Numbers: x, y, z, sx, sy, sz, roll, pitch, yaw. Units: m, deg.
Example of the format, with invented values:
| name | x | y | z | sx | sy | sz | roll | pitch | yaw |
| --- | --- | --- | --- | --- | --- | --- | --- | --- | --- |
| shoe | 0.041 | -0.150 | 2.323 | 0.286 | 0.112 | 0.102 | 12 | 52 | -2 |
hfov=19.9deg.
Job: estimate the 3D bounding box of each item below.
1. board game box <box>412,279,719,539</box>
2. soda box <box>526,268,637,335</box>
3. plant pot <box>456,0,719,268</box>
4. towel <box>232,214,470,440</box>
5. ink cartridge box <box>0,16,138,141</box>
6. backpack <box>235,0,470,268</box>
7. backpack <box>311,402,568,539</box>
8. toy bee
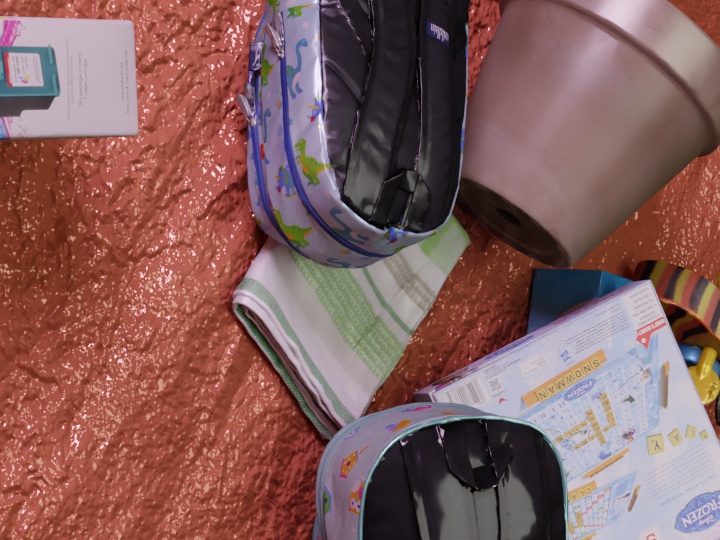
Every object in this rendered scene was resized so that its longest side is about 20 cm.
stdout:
| name | x | y | z | sx | sy | sz | roll | pitch | yaw |
| --- | --- | --- | --- | --- | --- | --- | --- | --- | --- |
| board game box | 0.166 | 0.139 | 1.521 | 0.199 | 0.041 | 0.201 | -25 | 94 | -18 |
| soda box | 0.166 | 0.102 | 1.592 | 0.064 | 0.067 | 0.202 | 14 | 81 | -47 |
| plant pot | 0.155 | -0.104 | 1.504 | 0.174 | 0.199 | 0.200 | -55 | 129 | -11 |
| towel | 0.000 | 0.000 | 1.436 | 0.201 | 0.030 | 0.150 | -56 | 129 | -31 |
| ink cartridge box | -0.232 | -0.103 | 1.117 | 0.199 | 0.115 | 0.068 | -5 | 96 | -46 |
| backpack | -0.001 | -0.102 | 1.357 | 0.162 | 0.153 | 0.202 | 18 | 50 | -43 |
| backpack | 0.052 | 0.187 | 1.389 | 0.174 | 0.153 | 0.202 | -4 | 101 | -21 |
| toy bee | 0.312 | 0.056 | 1.710 | 0.199 | 0.108 | 0.132 | 19 | 76 | -45 |
